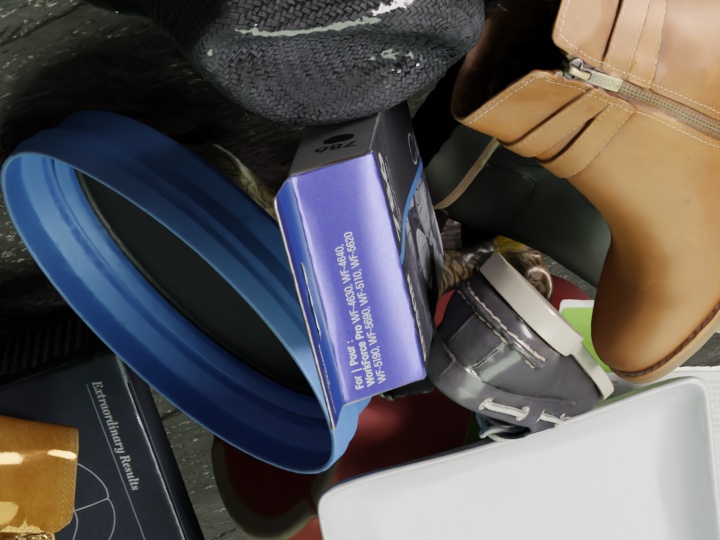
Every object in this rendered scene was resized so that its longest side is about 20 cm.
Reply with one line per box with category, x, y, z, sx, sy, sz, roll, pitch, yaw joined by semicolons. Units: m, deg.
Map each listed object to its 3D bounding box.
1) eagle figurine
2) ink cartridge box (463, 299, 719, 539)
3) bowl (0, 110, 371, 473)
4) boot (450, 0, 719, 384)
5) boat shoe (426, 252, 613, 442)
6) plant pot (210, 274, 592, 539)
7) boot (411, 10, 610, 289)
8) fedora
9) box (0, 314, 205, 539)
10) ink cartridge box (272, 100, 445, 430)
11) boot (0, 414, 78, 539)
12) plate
eagle figurine;-0.002;-0.007;1.296;0.200;0.151;0.152;-17;173;-39
ink cartridge box;0.137;0.084;1.365;0.147;0.076;0.201;0;120;-19
bowl;-0.076;0.008;1.186;0.039;0.200;0.201;-47;169;-21
boot;0.104;-0.046;1.106;0.155;0.077;0.200;7;122;-36
boat shoe;0.065;0.042;1.182;0.063;0.073;0.200;-45;166;0
plant pot;0.024;0.089;1.483;0.177;0.201;0.200;8;148;-33
boot;0.126;-0.077;1.192;0.138;0.078;0.200;30;131;-20
fedora;-0.017;-0.116;1.036;0.200;0.092;0.201;-17;159;-7
box;-0.194;0.126;1.374;0.199;0.149;0.107;-19;-166;0
ink cartridge box;0.003;-0.016;1.091;0.039;0.100;0.200;-11;-162;9
boot;-0.207;0.075;1.266;0.143;0.071;0.202;-3;120;-12
plate;0.086;0.150;1.324;0.199;0.032;0.201;-17;125;-7
